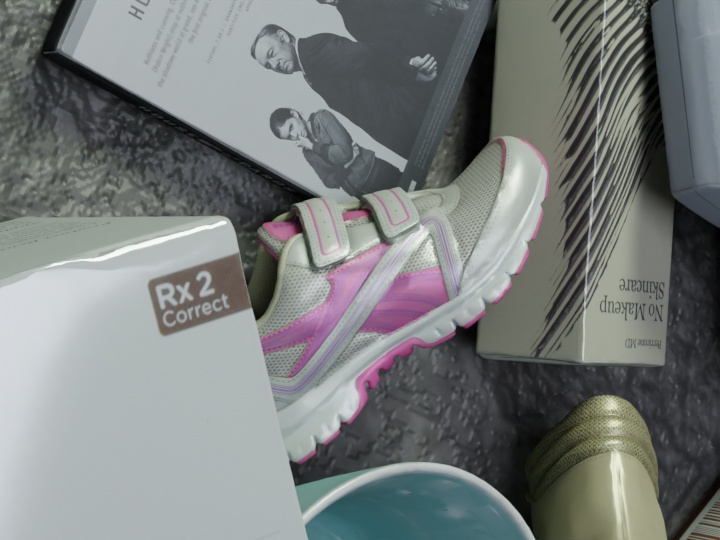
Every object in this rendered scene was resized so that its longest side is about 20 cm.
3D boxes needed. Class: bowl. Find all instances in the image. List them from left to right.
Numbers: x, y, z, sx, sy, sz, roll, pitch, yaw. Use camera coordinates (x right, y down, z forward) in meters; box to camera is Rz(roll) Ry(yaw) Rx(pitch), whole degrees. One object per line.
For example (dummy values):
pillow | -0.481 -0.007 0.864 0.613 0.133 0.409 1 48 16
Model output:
bowl | -0.017 0.177 1.014 0.200 0.105 0.202 -7 101 -40

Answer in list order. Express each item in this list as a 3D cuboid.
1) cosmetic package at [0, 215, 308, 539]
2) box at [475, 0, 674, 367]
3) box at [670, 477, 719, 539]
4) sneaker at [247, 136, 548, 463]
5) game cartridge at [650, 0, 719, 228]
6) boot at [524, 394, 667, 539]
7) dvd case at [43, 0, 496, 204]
cosmetic package | -0.145 0.076 0.891 0.164 0.200 0.166 -18 100 -28
box | 0.109 -0.054 1.103 0.082 0.068 0.202 2 90 -50
box | 0.243 0.209 1.200 0.100 0.075 0.200 -47 115 -21
sneaker | 0.000 0.000 1.029 0.200 0.081 0.088 -41 105 -7
game cartridge | 0.223 -0.074 1.123 0.199 0.041 0.134 6 78 -44
boot | 0.114 0.175 1.112 0.072 0.201 0.156 -1 50 -5
dvd case | -0.035 -0.122 1.052 0.199 0.025 0.151 28 78 -28
